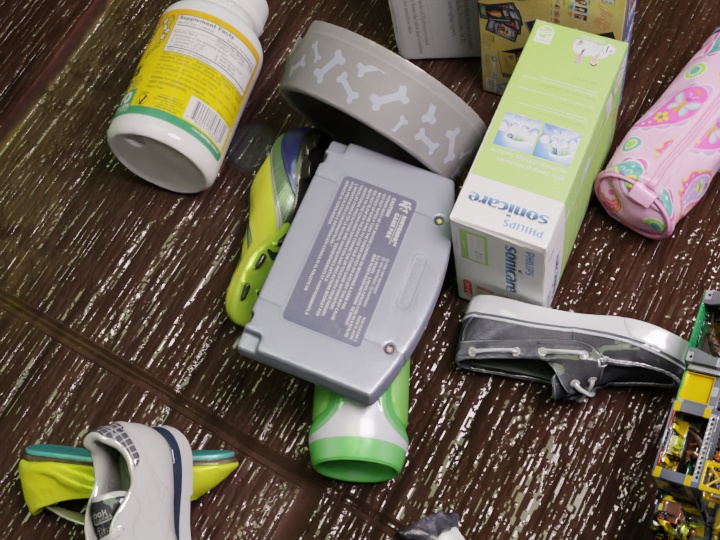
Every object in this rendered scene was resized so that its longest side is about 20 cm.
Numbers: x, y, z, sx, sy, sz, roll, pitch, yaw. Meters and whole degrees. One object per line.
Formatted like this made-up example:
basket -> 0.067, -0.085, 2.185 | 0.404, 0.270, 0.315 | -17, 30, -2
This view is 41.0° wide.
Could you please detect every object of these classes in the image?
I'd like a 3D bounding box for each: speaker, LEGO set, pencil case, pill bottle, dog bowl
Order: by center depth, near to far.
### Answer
LEGO set -> 0.294, 0.116, 0.693 | 0.114, 0.155, 0.202 | 11, 58, 33
speaker -> 0.003, 0.067, 0.805 | 0.086, 0.089, 0.204 | 0, 64, 9
pencil case -> 0.292, -0.123, 0.847 | 0.087, 0.088, 0.200 | 37, 76, 23
dog bowl -> 0.015, -0.138, 0.847 | 0.198, 0.200, 0.059 | 30, 87, 21
pill bottle -> -0.161, -0.189, 0.942 | 0.110, 0.113, 0.204 | 13, 68, 15

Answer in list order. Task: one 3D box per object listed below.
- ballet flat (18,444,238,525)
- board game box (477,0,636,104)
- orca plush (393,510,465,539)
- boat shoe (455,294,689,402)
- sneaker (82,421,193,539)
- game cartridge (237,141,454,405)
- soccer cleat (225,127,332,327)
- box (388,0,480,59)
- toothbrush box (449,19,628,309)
ballet flat -> -0.194, 0.182, 0.804 | 0.195, 0.067, 0.069 | -1, 85, 12
board game box -> 0.170, -0.215, 0.847 | 0.133, 0.201, 0.035 | 21, 69, 18
orca plush -> 0.078, 0.280, 0.700 | 0.071, 0.104, 0.201 | -46, 65, 21
boat shoe -> 0.172, 0.074, 0.780 | 0.196, 0.072, 0.069 | 12, 65, 18
sneaker -> -0.166, 0.214, 0.706 | 0.075, 0.080, 0.204 | -19, 72, 23
game cartridge -> 0.000, 0.000, 0.769 | 0.131, 0.041, 0.203 | 18, 65, 11
soccer cleat -> -0.081, -0.040, 0.896 | 0.083, 0.064, 0.204 | 3, 66, 44
box -> 0.113, -0.345, 0.921 | 0.167, 0.201, 0.203 | 0, 63, 12
toothbrush box -> 0.152, -0.080, 0.816 | 0.084, 0.146, 0.203 | 18, 69, 17
